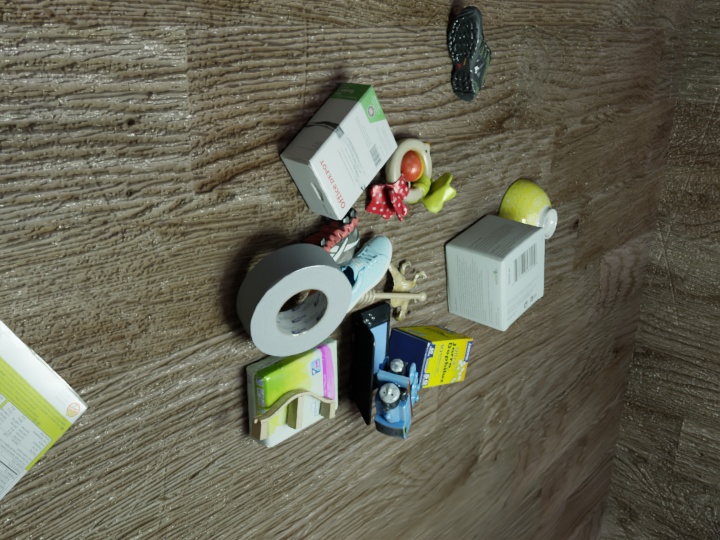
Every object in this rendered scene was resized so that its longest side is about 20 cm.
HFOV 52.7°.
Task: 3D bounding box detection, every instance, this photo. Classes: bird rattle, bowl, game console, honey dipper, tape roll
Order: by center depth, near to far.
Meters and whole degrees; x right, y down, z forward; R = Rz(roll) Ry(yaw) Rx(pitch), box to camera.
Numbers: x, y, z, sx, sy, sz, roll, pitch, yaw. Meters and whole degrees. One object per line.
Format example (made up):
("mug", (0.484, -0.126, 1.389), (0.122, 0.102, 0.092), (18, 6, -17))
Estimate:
("tape roll", (-0.115, 0.054, 1.275), (0.198, 0.066, 0.202), (-22, 138, -21))
("bird rattle", (0.093, -0.190, 1.506), (0.197, 0.112, 0.166), (-8, 100, -35))
("game console", (0.037, 0.193, 1.541), (0.175, 0.115, 0.204), (-17, 118, -46))
("honey dipper", (0.064, 0.054, 1.541), (0.197, 0.038, 0.039), (4, 102, -36))
("bowl", (0.461, -0.136, 1.946), (0.199, 0.107, 0.204), (-23, 121, -45))

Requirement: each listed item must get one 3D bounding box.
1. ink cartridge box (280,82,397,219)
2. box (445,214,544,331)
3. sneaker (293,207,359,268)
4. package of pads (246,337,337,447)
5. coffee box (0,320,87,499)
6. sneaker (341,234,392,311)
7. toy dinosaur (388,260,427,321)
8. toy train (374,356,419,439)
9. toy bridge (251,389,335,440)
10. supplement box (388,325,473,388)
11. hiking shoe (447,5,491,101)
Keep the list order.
("ink cartridge box", (-0.036, -0.216, 1.313), (0.201, 0.083, 0.147), (-52, 138, -23))
("box", (0.331, 0.001, 1.786), (0.198, 0.170, 0.203), (-33, 129, -39))
("sneaker", (-0.066, -0.030, 1.359), (0.200, 0.070, 0.099), (-45, 133, -33))
("package of pads", (-0.128, 0.229, 1.389), (0.198, 0.068, 0.157), (-21, 118, -45))
("coffee box", (-0.478, 0.136, 0.809), (0.198, 0.198, 0.201), (-50, 138, -24))
("sneaker", (0.000, 0.000, 1.435), (0.201, 0.073, 0.082), (-55, 165, -22))
("toy dinosaur", (0.094, 0.029, 1.594), (0.101, 0.058, 0.202), (-43, 134, -30))
("toy train", (0.073, 0.263, 1.508), (0.201, 0.085, 0.116), (82, 23, -55))
("toy bridge", (-0.120, 0.255, 1.332), (0.198, 0.027, 0.069), (-4, 104, -49))
("supplement box", (0.161, 0.199, 1.702), (0.198, 0.108, 0.111), (2, 103, -52))
("hiking shoe", (0.241, -0.478, 1.577), (0.101, 0.075, 0.203), (-46, 145, -41))
